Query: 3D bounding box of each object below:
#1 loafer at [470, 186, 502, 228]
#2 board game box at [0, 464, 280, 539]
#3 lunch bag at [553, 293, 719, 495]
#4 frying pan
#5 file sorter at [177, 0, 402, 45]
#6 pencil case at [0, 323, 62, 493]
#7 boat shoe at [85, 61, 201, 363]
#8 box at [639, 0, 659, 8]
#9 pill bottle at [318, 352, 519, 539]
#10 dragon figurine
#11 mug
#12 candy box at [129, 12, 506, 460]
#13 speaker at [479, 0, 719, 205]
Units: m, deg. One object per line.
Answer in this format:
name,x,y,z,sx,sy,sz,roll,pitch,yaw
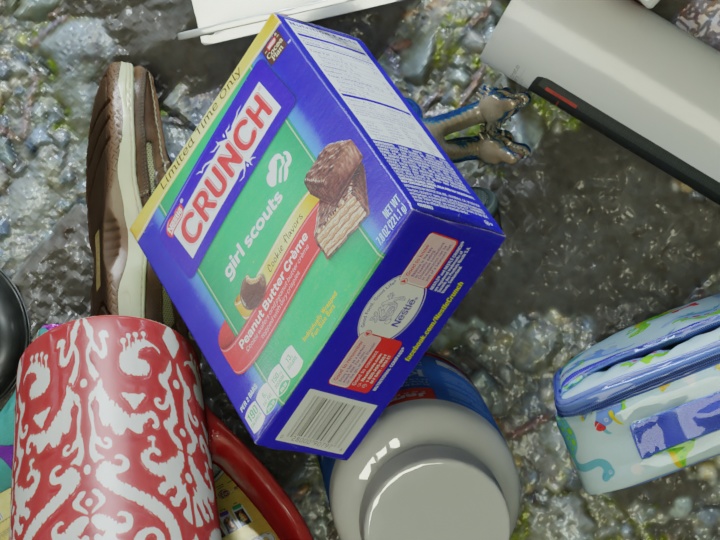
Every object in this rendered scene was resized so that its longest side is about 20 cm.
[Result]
loafer,0.000,0.000,1.457,0.199,0.072,0.063,-14,115,17
board game box,-0.157,0.176,1.403,0.199,0.035,0.136,-27,60,-10
lunch bag,0.215,0.062,1.380,0.199,0.161,0.083,-21,95,11
frying pan,-0.308,0.055,1.522,0.189,0.031,0.116,-21,94,8
file sorter,-0.062,-0.245,1.392,0.138,0.125,0.201,-12,97,10
pencil case,-0.220,0.127,1.489,0.092,0.085,0.200,44,104,19
boat shoe,-0.129,-0.030,1.452,0.074,0.075,0.204,3,76,-19
box,0.135,-0.260,1.347,0.200,0.152,0.106,45,101,0
pill bottle,0.035,0.122,1.378,0.111,0.200,0.113,-1,102,-6
dragon figurine,0.009,-0.075,1.439,0.199,0.099,0.059,-6,98,27
mug,-0.127,0.146,1.337,0.133,0.201,0.177,-34,137,31
candy box,-0.030,-0.022,1.319,0.077,0.200,0.169,17,117,-38
speaker,0.173,-0.113,1.400,0.199,0.081,0.081,31,101,2
